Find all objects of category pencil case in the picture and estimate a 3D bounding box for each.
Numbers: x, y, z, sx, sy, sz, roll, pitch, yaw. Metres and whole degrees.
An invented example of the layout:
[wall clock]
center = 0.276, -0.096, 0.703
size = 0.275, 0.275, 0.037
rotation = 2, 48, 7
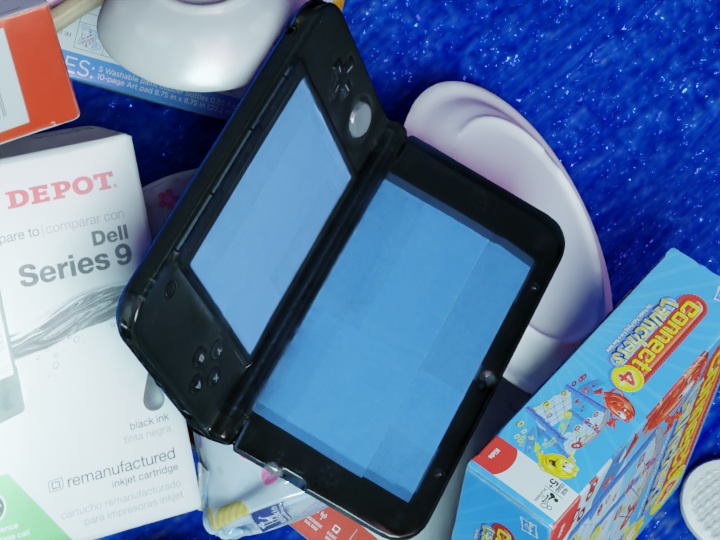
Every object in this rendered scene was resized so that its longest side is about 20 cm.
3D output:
[pencil case]
center = -0.066, 0.043, 0.864
size = 0.091, 0.083, 0.201
rotation = -24, 75, 20

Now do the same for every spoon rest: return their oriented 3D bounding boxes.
[spoon rest]
center = -0.050, -0.151, 0.826
size = 0.200, 0.099, 0.061
rotation = -44, 153, -33

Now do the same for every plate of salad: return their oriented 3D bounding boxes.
[plate of salad]
center = 0.082, -0.016, 0.939
size = 0.200, 0.048, 0.201
rotation = 30, 47, -38

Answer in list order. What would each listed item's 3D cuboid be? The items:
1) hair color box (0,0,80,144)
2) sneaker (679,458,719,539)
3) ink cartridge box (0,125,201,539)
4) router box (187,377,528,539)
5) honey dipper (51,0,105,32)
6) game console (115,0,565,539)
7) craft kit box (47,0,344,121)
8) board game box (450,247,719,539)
[hair color box]
center = -0.220, -0.118, 0.749
size = 0.111, 0.200, 0.064
rotation = -22, 130, -18
[sneaker]
center = 0.306, 0.184, 1.090
size = 0.199, 0.079, 0.079
rotation = 20, 83, 1
[ink cartridge box]
center = -0.176, 0.037, 0.814
size = 0.146, 0.084, 0.201
rotation = -14, 102, -21
[router box]
center = 0.022, 0.090, 0.965
size = 0.200, 0.049, 0.180
rotation = 41, 81, -22
[honey dipper]
center = -0.142, -0.142, 0.830
size = 0.200, 0.038, 0.038
rotation = -38, 110, -18
[game console]
center = 0.000, 0.000, 0.784
size = 0.200, 0.118, 0.171
rotation = -61, 151, -22
[craft kit box]
center = -0.099, -0.190, 0.880
size = 0.199, 0.048, 0.198
rotation = 14, 94, -24
[board game box]
center = 0.128, 0.118, 0.911
size = 0.196, 0.056, 0.200
rotation = -42, 154, -31
